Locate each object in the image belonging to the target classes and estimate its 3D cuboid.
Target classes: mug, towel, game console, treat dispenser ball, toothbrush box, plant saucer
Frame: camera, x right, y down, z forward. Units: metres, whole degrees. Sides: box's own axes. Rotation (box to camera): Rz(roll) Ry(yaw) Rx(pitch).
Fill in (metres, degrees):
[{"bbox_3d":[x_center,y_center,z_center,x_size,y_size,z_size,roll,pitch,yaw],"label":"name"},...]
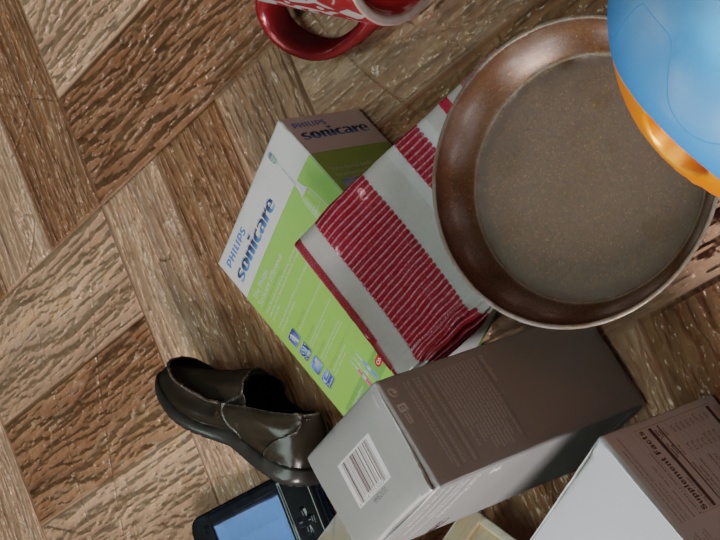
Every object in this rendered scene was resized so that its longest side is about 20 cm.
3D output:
[{"bbox_3d":[-0.031,-0.239,1.294,0.200,0.177,0.134,21,81,40],"label":"mug"},{"bbox_3d":[0.062,-0.037,1.213,0.200,0.023,0.144,-43,63,10],"label":"towel"},{"bbox_3d":[-0.103,0.280,1.515,0.200,0.118,0.171,-33,76,49],"label":"game console"},{"bbox_3d":[0.229,-0.129,0.928,0.201,0.201,0.201,19,115,46],"label":"treat dispenser ball"},{"bbox_3d":[0.000,0.000,1.330,0.200,0.086,0.146,47,131,28],"label":"toothbrush box"},{"bbox_3d":[0.140,-0.061,1.138,0.200,0.034,0.201,-5,81,31],"label":"plant saucer"}]

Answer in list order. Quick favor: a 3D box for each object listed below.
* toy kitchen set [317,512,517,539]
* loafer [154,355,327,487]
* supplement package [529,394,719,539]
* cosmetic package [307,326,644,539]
[{"bbox_3d":[0.054,0.280,1.366,0.163,0.180,0.200,34,86,35],"label":"toy kitchen set"},{"bbox_3d":[-0.092,0.110,1.497,0.200,0.073,0.071,26,110,37],"label":"loafer"},{"bbox_3d":[0.192,0.211,1.149,0.156,0.111,0.200,52,136,27],"label":"supplement package"},{"bbox_3d":[0.078,0.105,1.184,0.090,0.200,0.107,60,141,20],"label":"cosmetic package"}]
